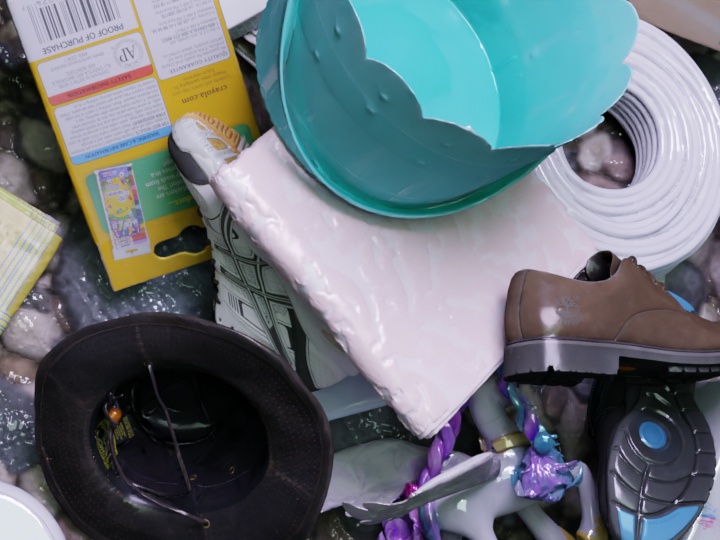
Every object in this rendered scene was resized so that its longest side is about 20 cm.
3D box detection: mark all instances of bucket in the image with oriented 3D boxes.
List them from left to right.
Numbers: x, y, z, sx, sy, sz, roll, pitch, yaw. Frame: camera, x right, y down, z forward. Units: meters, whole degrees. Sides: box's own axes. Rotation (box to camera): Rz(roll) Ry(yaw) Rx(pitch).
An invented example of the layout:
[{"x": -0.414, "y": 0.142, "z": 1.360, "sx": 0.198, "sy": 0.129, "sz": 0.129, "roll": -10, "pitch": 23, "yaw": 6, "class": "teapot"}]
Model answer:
[{"x": 0.043, "y": -0.136, "z": 0.926, "sx": 0.205, "sy": 0.135, "sz": 0.210, "roll": 11, "pitch": 66, "yaw": -24, "class": "bucket"}]

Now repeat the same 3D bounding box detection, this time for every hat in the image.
[{"x": -0.103, "y": 0.095, "z": 0.999, "sx": 0.200, "sy": 0.201, "sz": 0.081, "roll": 40, "pitch": 29, "yaw": -3, "class": "hat"}]

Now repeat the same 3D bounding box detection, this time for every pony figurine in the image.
[{"x": 0.066, "y": 0.146, "z": 1.025, "sx": 0.192, "sy": 0.166, "sz": 0.202, "roll": -29, "pitch": 102, "yaw": -24, "class": "pony figurine"}]

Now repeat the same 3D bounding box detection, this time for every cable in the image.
[{"x": 0.164, "y": -0.084, "z": 1.117, "sx": 0.198, "sy": 0.069, "sz": 0.202, "roll": 26, "pitch": 70, "yaw": -12, "class": "cable"}]

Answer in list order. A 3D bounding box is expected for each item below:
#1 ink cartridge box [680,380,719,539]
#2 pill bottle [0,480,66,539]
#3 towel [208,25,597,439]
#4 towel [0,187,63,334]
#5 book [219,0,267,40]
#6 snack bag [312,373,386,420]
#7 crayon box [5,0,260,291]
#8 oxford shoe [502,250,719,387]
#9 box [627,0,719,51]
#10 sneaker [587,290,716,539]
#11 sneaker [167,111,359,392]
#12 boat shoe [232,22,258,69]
[{"x": 0.253, "y": 0.194, "z": 1.070, "sx": 0.145, "sy": 0.083, "sz": 0.202, "roll": 33, "pitch": 72, "yaw": -19, "class": "ink cartridge box"}, {"x": -0.222, "y": 0.178, "z": 0.906, "sx": 0.112, "sy": 0.200, "sz": 0.115, "roll": 3, "pitch": 78, "yaw": -13, "class": "pill bottle"}, {"x": 0.030, "y": -0.029, "z": 0.978, "sx": 0.200, "sy": 0.032, "sz": 0.191, "roll": 49, "pitch": 56, "yaw": -3, "class": "towel"}, {"x": -0.296, "y": 0.013, "z": 1.015, "sx": 0.143, "sy": 0.023, "sz": 0.201, "roll": 33, "pitch": 74, "yaw": -7, "class": "towel"}, {"x": -0.081, "y": -0.230, "z": 1.060, "sx": 0.198, "sy": 0.048, "sz": 0.135, "roll": -29, "pitch": 79, "yaw": 3, "class": "book"}, {"x": 0.000, "y": 0.000, "z": 1.092, "sx": 0.186, "sy": 0.021, "sz": 0.202, "roll": -14, "pitch": 82, "yaw": -16, "class": "snack bag"}, {"x": -0.134, "y": -0.102, "z": 1.020, "sx": 0.124, "sy": 0.052, "sz": 0.202, "roll": -18, "pitch": 112, "yaw": -3, "class": "crayon box"}, {"x": 0.175, "y": 0.029, "z": 0.984, "sx": 0.198, "sy": 0.072, "sz": 0.086, "roll": 6, "pitch": 74, "yaw": -33, "class": "oxford shoe"}, {"x": 0.202, "y": -0.237, "z": 1.123, "sx": 0.198, "sy": 0.095, "sz": 0.078, "roll": 20, "pitch": 52, "yaw": 5, "class": "box"}, {"x": 0.188, "y": 0.109, "z": 1.052, "sx": 0.073, "sy": 0.082, "sz": 0.201, "roll": 25, "pitch": 47, "yaw": -8, "class": "sneaker"}, {"x": -0.071, "y": -0.002, "z": 1.002, "sx": 0.087, "sy": 0.076, "sz": 0.201, "roll": -31, "pitch": 105, "yaw": 20, "class": "sneaker"}, {"x": -0.020, "y": -0.106, "z": 1.067, "sx": 0.069, "sy": 0.071, "sz": 0.200, "roll": -36, "pitch": 72, "yaw": -17, "class": "boat shoe"}]
